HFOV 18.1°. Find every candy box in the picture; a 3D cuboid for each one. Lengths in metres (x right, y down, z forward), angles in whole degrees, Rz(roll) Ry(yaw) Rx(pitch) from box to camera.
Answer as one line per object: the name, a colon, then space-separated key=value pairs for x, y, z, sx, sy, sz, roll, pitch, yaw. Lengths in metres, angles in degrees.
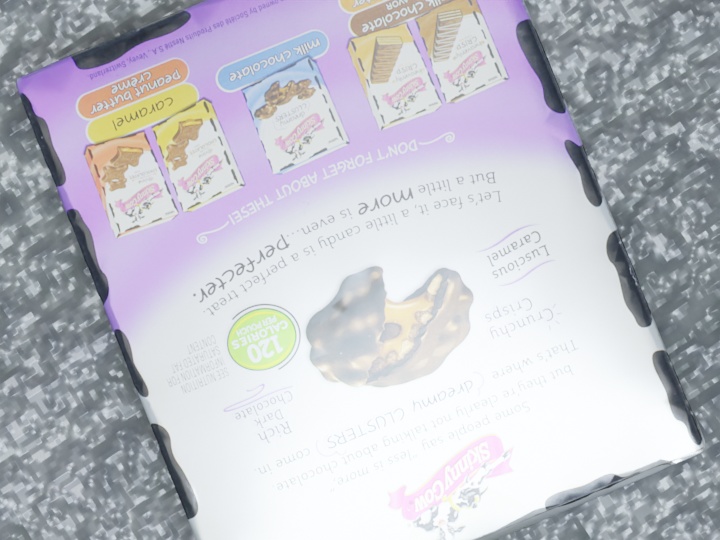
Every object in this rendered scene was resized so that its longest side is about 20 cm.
candy box: x=0.000 y=0.000 z=0.763 sx=0.167 sy=0.072 sz=0.201 roll=-21 pitch=86 yaw=-1
